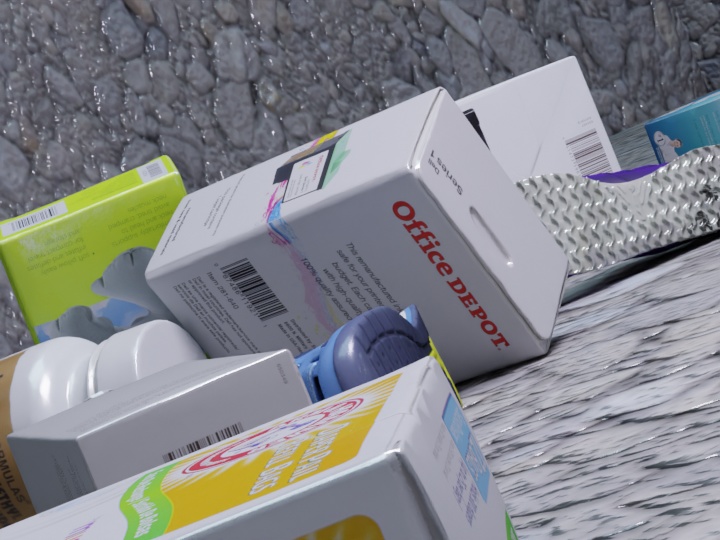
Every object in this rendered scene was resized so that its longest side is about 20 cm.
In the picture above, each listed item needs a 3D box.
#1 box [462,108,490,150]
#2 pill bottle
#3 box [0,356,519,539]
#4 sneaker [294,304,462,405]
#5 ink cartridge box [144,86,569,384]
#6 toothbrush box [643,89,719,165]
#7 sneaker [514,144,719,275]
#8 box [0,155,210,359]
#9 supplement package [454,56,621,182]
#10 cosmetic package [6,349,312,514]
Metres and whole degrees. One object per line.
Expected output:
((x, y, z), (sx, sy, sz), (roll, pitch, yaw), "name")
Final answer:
((0.034, -0.014, 1.503), (0.036, 0.143, 0.200), (-26, 3, -35), "box")
((-0.185, 0.103, 1.323), (0.199, 0.115, 0.114), (-21, 3, 25), "pill bottle")
((-0.059, 0.104, 0.413), (0.199, 0.102, 0.112), (-22, 3, 8), "box")
((-0.001, 0.064, 1.084), (0.082, 0.074, 0.200), (-24, -5, 6), "sneaker")
((0.000, 0.000, 1.304), (0.199, 0.145, 0.084), (-21, 30, 33), "ink cartridge box")
((0.326, -0.110, 1.592), (0.146, 0.086, 0.200), (-24, 2, -37), "toothbrush box")
((0.165, -0.031, 1.529), (0.199, 0.070, 0.100), (-10, -7, -13), "sneaker")
((-0.138, 0.044, 1.401), (0.122, 0.201, 0.048), (-22, 21, -6), "box")
((0.097, -0.059, 1.756), (0.150, 0.152, 0.200), (-23, 3, -17), "supplement package")
((-0.089, 0.093, 1.043), (0.107, 0.085, 0.200), (-23, 2, -16), "cosmetic package")
